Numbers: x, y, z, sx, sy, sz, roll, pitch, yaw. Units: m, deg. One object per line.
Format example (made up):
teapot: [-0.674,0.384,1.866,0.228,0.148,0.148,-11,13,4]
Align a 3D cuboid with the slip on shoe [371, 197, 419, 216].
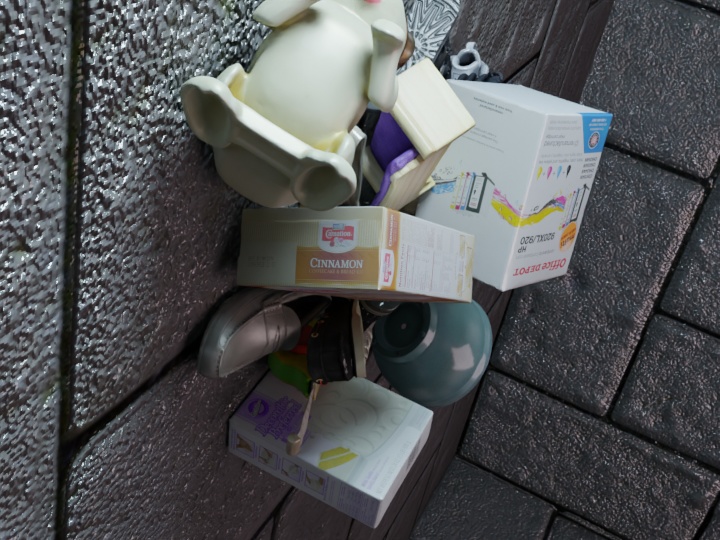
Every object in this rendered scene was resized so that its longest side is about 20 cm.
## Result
slip on shoe: [0.098,-0.098,1.108,0.199,0.061,0.076,-28,167,-43]

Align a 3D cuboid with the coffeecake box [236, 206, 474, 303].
coffeecake box: [0.002,-0.011,0.849,0.199,0.152,0.074,10,83,-59]

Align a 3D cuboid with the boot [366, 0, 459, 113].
boot: [0.055,-0.215,1.033,0.165,0.065,0.200,-50,172,-10]

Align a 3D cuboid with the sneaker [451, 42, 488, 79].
sneaker: [0.125,-0.222,1.229,0.115,0.074,0.202,84,27,-60]

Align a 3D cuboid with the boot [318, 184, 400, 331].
boot: [-0.001,0.000,1.127,0.154,0.073,0.206,128,-26,-46]

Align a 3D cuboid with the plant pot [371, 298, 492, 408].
plant pot: [0.096,0.106,1.426,0.134,0.199,0.202,34,78,-48]

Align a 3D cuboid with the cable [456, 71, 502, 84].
cable: [0.097,-0.163,1.100,0.163,0.051,0.200,-39,170,-46]

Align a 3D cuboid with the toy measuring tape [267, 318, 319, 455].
toy measuring tape: [-0.079,0.120,0.986,0.201,0.073,0.074,-74,177,-52]

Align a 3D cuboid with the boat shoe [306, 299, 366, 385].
boat shoe: [-0.025,0.074,0.947,0.201,0.062,0.075,-79,163,-84]

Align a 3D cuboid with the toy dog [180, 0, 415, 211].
toy dog: [-0.027,-0.151,0.695,0.201,0.138,0.194,-61,177,-20]

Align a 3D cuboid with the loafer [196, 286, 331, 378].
loafer: [-0.092,0.052,0.879,0.200,0.069,0.071,-44,153,-55]

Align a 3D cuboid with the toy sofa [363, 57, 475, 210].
toy sofa: [0.037,-0.124,0.906,0.097,0.083,0.200,-33,174,-12]

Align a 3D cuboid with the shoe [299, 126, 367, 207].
shoe: [-0.029,-0.076,0.942,0.070,0.053,0.202,-52,159,-43]

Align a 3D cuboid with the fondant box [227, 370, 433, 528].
fondant box: [-0.034,0.187,1.027,0.145,0.198,0.059,-50,157,-45]

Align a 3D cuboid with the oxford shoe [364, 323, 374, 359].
oxford shoe: [-0.011,0.112,1.272,0.200,0.057,0.076,-49,155,-52]

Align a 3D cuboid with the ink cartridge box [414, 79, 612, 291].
ink cartridge box: [0.171,-0.102,1.019,0.146,0.144,0.203,-10,119,-45]
